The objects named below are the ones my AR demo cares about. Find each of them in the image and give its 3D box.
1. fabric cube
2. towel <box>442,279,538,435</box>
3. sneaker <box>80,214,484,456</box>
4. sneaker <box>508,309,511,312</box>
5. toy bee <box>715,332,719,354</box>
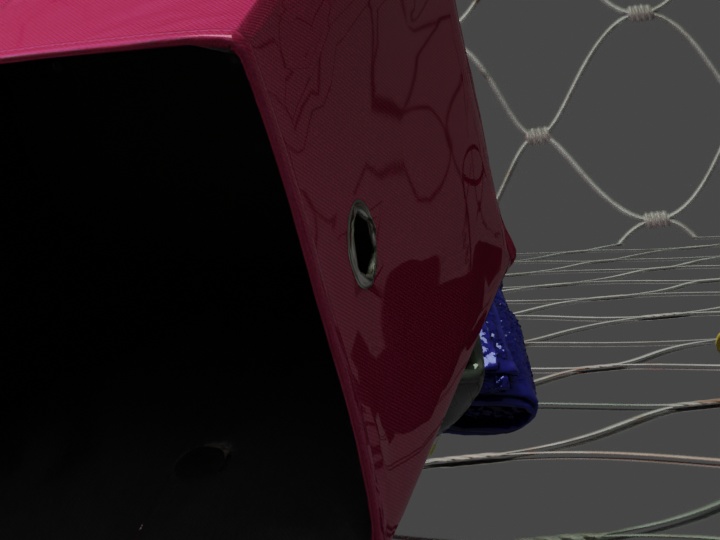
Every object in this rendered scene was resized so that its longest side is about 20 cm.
[{"bbox_3d":[-0.074,-0.029,0.891,0.200,0.197,0.199,-3,29,21],"label":"fabric cube"},{"bbox_3d":[0.000,0.000,1.253,0.147,0.050,0.200,0,38,-8],"label":"towel"},{"bbox_3d":[-0.031,-0.001,1.060,0.200,0.075,0.085,35,-41,-13],"label":"sneaker"},{"bbox_3d":[0.030,0.037,1.336,0.090,0.078,0.200,14,16,14],"label":"sneaker"},{"bbox_3d":[0.241,0.023,1.176,0.131,0.109,0.200,9,36,42],"label":"toy bee"}]
